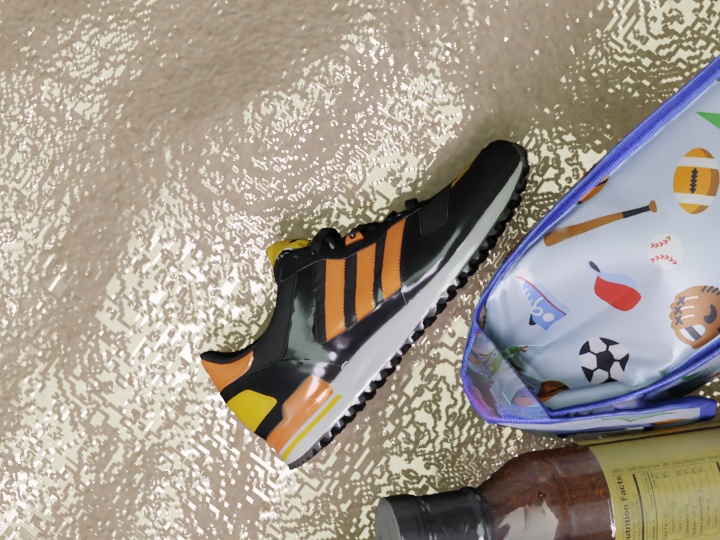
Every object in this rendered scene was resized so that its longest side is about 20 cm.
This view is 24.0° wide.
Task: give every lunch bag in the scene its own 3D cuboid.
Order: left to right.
[{"bbox_3d":[0.138,0.008,0.784,0.199,0.170,0.124,-38,78,4],"label":"lunch bag"}]

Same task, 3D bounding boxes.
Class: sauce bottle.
[{"bbox_3d":[0.105,0.108,0.763,0.197,0.066,0.067,-6,86,-14],"label":"sauce bottle"}]

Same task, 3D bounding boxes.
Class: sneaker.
[{"bbox_3d":[0.000,0.000,0.853,0.090,0.070,0.201,39,95,5],"label":"sneaker"}]

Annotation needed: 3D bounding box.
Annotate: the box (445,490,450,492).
[{"bbox_3d":[0.023,0.233,0.821,0.152,0.106,0.200,45,94,8],"label":"box"}]
